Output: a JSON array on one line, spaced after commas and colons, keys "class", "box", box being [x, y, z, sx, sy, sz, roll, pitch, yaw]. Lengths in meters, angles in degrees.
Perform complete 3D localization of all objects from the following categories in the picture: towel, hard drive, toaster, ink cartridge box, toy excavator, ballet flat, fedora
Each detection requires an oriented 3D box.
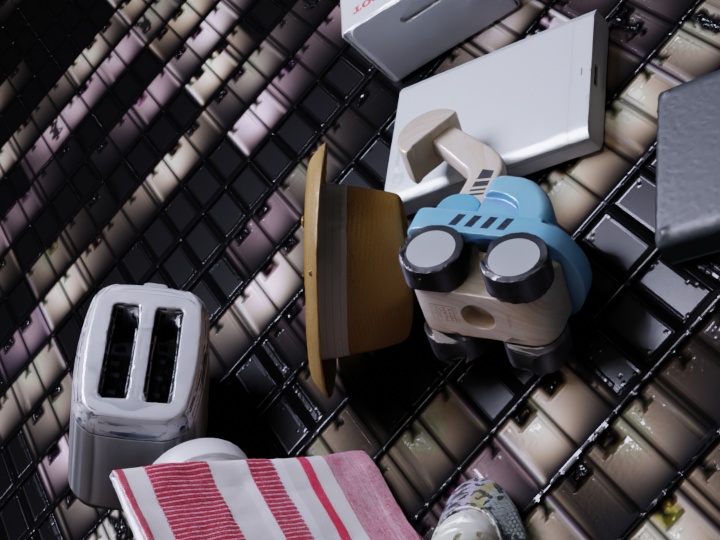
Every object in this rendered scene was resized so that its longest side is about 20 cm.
[{"class": "towel", "box": [-0.058, 0.172, 0.911, 0.144, 0.199, 0.023, 49, 131, 51]}, {"class": "hard drive", "box": [0.111, -0.128, 1.099, 0.200, 0.026, 0.132, -17, 50, 36]}, {"class": "hard drive", "box": [0.291, -0.092, 0.880, 0.200, 0.033, 0.140, -18, 50, 36]}, {"class": "toaster", "box": [-0.183, 0.107, 1.092, 0.129, 0.113, 0.200, 101, 174, -48]}, {"class": "ink cartridge box", "box": [0.058, -0.295, 1.237, 0.145, 0.083, 0.200, -29, 44, 27]}, {"class": "toy excavator", "box": [0.092, -0.036, 0.984, 0.194, 0.100, 0.200, 8, 49, 31]}, {"class": "ballet flat", "box": [0.073, 0.208, 0.838, 0.072, 0.072, 0.201, -30, 43, 26]}, {"class": "fedora", "box": [0.000, 0.000, 1.027, 0.082, 0.201, 0.201, 0, 52, 2]}]

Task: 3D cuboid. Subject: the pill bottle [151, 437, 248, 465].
[{"class": "pill bottle", "box": [-0.092, 0.217, 0.961, 0.116, 0.116, 0.200, -47, 38, 7]}]
